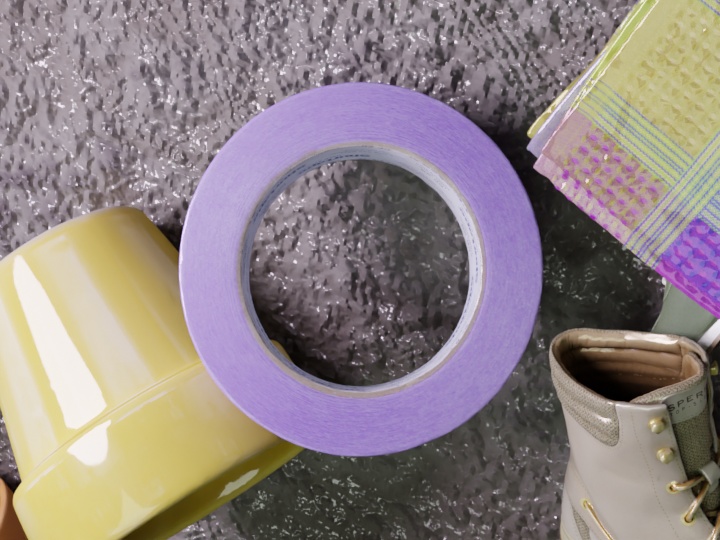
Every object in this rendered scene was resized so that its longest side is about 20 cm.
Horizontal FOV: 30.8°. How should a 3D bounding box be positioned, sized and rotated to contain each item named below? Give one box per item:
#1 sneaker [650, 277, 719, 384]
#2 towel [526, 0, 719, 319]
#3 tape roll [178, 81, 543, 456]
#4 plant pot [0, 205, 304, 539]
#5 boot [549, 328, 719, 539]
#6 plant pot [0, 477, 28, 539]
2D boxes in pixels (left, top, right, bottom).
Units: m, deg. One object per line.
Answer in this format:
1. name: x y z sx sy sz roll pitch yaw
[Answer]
1. sneaker: 0.193 -0.035 0.689 0.090 0.067 0.201 41 125 14
2. towel: 0.190 -0.050 0.631 0.200 0.023 0.144 40 121 8
3. tape roll: 0.000 0.000 0.735 0.197 0.066 0.203 0 89 -1
4. plant pot: -0.150 0.071 0.845 0.200 0.200 0.190 -39 77 35
5. boot: 0.185 0.120 0.685 0.199 0.072 0.157 25 138 41
6. plant pot: -0.317 0.281 1.029 0.198 0.201 0.141 -17 121 32
